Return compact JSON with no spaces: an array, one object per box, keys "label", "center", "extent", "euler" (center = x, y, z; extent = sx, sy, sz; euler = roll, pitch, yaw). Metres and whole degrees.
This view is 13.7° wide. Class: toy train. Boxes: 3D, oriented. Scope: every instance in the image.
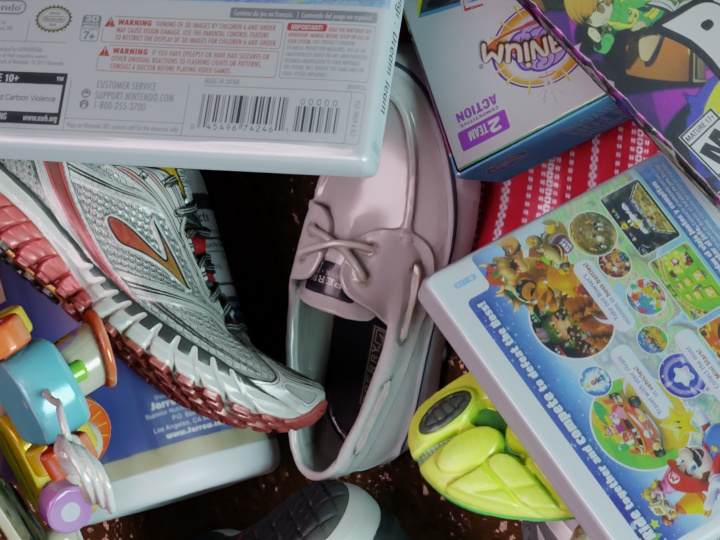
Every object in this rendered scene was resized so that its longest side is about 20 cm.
[{"label":"toy train","center":[-0.106,0.092,1.268],"extent":[0.150,0.056,0.200],"euler":[48,160,29]}]

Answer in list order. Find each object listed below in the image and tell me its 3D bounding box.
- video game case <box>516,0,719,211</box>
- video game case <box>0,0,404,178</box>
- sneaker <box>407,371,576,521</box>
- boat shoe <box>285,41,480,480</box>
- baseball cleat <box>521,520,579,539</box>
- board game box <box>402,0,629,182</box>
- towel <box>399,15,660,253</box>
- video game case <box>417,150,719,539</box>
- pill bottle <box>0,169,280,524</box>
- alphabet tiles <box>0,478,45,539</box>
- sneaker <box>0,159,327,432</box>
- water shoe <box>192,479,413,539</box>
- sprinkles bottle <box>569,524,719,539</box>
[{"label":"video game case","center":[0.159,-0.146,1.160],"extent":[0.200,0.036,0.181],"euler":[-42,72,3]},{"label":"video game case","center":[-0.077,-0.131,1.249],"extent":[0.200,0.024,0.182],"euler":[3,72,16]},{"label":"sneaker","center":[0.115,0.073,1.188],"extent":[0.084,0.200,0.074],"euler":[112,149,-55]},{"label":"boat shoe","center":[0.000,0.000,1.311],"extent":[0.072,0.066,0.200],"euler":[26,122,27]},{"label":"baseball cleat","center":[0.094,0.114,1.286],"extent":[0.106,0.070,0.200],"euler":[4,89,42]},{"label":"board game box","center":[0.078,-0.158,1.248],"extent":[0.153,0.040,0.200],"euler":[-26,74,30]},{"label":"towel","center":[0.091,-0.067,1.285],"extent":[0.200,0.022,0.145],"euler":[14,105,34]},{"label":"video game case","center":[0.142,0.018,1.162],"extent":[0.143,0.200,0.018],"euler":[55,156,18]},{"label":"pill bottle","center":[-0.115,0.011,1.389],"extent":[0.111,0.111,0.200],"euler":[-20,84,36]},{"label":"alphabet tiles","center":[-0.155,0.112,1.347],"extent":[0.006,0.166,0.200],"euler":[-33,100,-5]},{"label":"sneaker","center":[-0.090,-0.005,1.296],"extent":[0.200,0.078,0.082],"euler":[41,81,3]},{"label":"water shoe","center":[-0.040,0.160,1.374],"extent":[0.079,0.072,0.200],"euler":[40,146,-14]},{"label":"sprinkles bottle","center":[0.182,0.131,1.177],"extent":[0.200,0.068,0.068],"euler":[-1,95,17]}]
